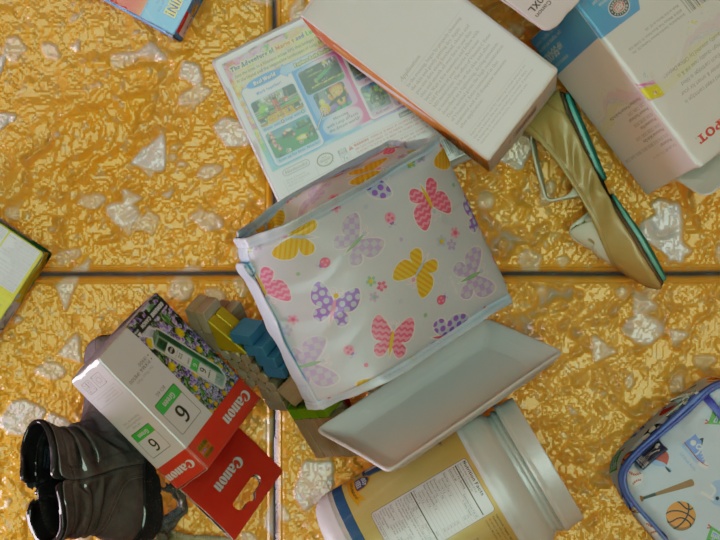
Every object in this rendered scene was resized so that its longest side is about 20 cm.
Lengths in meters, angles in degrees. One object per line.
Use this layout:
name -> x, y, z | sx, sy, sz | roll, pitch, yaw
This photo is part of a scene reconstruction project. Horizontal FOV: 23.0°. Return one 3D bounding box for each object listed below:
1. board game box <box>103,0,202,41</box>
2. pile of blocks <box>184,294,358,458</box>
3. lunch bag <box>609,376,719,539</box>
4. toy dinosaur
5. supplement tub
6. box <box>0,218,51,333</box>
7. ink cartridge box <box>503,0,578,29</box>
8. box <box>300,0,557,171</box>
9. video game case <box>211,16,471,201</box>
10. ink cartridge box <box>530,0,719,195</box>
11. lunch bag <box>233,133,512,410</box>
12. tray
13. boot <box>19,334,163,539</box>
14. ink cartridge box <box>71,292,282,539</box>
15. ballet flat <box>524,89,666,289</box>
board game box -> -0.203, -0.338, 1.578 | 0.195, 0.056, 0.200 | 28, 92, 0
pile of blocks -> -0.062, 0.080, 1.572 | 0.200, 0.082, 0.062 | 43, 52, -4
lunch bag -> 0.327, 0.195, 1.567 | 0.160, 0.076, 0.200 | -39, 91, 0
toy dinosaur -> -0.189, 0.237, 1.596 | 0.199, 0.047, 0.088 | -7, 95, -1
supplement tub -> 0.078, 0.213, 1.537 | 0.200, 0.145, 0.145 | -31, 90, 1
box -> -0.381, 0.036, 1.594 | 0.117, 0.048, 0.200 | 34, 89, 0
ink cartridge box -> 0.157, -0.310, 1.467 | 0.083, 0.200, 0.145 | 32, 114, -20
box -> 0.061, -0.186, 1.511 | 0.200, 0.124, 0.098 | 39, 93, 6
video game case -> -0.006, -0.150, 1.593 | 0.200, 0.024, 0.183 | -26, 90, 2
ink cartridge box -> 0.267, -0.168, 1.521 | 0.128, 0.125, 0.200 | -36, 90, -15
lunch bag -> 0.000, 0.000, 1.514 | 0.200, 0.127, 0.170 | -33, 104, -23
tray -> 0.071, 0.111, 1.527 | 0.200, 0.107, 0.022 | -32, 120, -25
boot -> -0.236, 0.139, 1.526 | 0.070, 0.132, 0.201 | -26, 64, 29
ink cartridge box -> -0.145, 0.127, 1.545 | 0.200, 0.109, 0.050 | 46, 129, -8
ballet flat -> 0.201, -0.062, 1.574 | 0.063, 0.069, 0.200 | -28, 81, 10
